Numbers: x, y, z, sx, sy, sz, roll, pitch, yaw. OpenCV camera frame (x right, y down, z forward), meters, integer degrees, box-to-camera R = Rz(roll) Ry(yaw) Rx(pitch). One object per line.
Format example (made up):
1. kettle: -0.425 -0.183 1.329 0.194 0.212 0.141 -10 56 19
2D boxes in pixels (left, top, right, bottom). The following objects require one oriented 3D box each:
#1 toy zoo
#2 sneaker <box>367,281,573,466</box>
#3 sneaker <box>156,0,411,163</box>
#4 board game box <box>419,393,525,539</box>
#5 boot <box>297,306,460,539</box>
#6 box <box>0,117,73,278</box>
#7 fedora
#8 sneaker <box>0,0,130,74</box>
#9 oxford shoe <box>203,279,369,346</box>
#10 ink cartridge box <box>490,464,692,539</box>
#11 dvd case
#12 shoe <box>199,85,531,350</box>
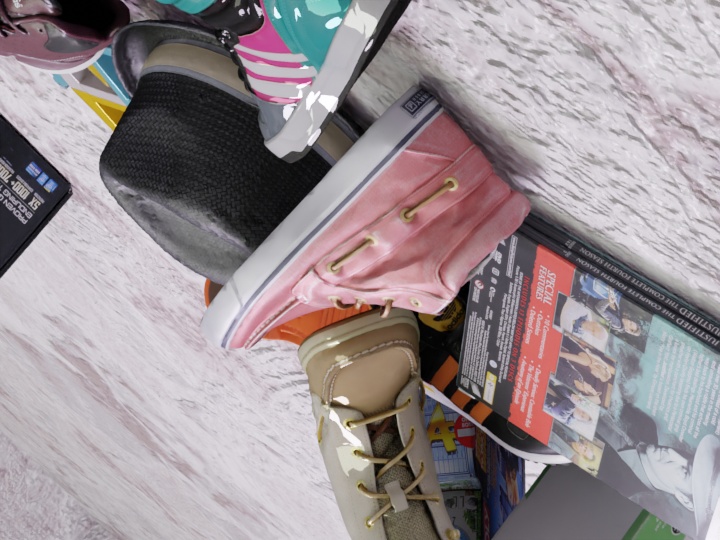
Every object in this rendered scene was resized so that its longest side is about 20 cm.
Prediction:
1. toy zoo: -0.141 -0.113 1.348 0.200 0.020 0.131 21 156 49
2. sneaker: 0.072 0.049 1.218 0.200 0.070 0.090 24 162 50
3. sneaker: -0.049 -0.125 0.969 0.121 0.084 0.200 34 157 -1
4. board game box: 0.061 0.164 1.355 0.062 0.200 0.200 -7 146 14
5. boot: 0.018 0.116 1.186 0.200 0.072 0.155 92 162 -68
6. box: -0.369 -0.075 1.720 0.200 0.164 0.086 47 163 -27
7. fedora: -0.076 -0.053 1.187 0.201 0.092 0.201 28 158 12
8. sneaker: -0.225 -0.165 1.197 0.200 0.076 0.116 6 176 -27
9. oxford shoe: -0.007 0.032 1.406 0.200 0.071 0.073 23 -168 28
10. ink cartridge box: 0.166 0.203 1.296 0.087 0.145 0.200 25 158 38
11. dvd case: 0.140 0.061 1.093 0.200 0.022 0.146 33 142 25
12. shoe: 0.000 0.000 1.079 0.091 0.071 0.200 45 125 1
